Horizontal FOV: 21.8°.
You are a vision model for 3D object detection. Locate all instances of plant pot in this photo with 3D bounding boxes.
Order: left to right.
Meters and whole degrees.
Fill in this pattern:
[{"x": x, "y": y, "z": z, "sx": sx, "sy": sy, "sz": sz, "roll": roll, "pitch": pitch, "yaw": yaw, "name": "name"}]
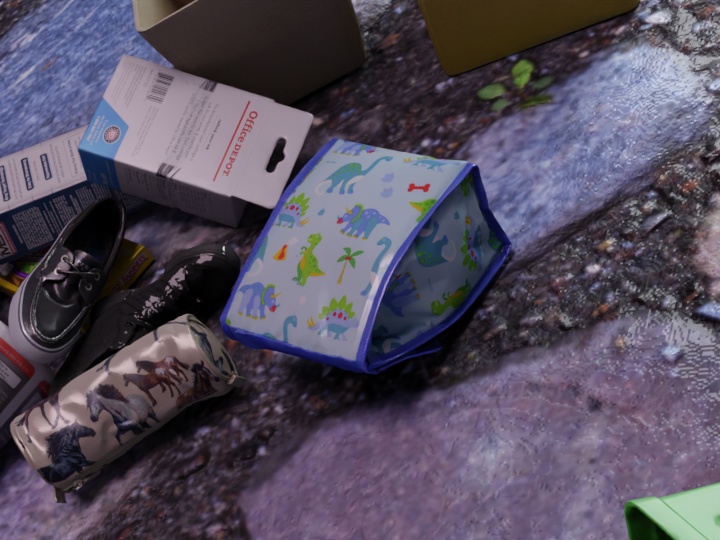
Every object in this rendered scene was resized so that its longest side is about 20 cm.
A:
[{"x": -0.100, "y": -0.273, "z": 1.859, "sx": 0.199, "sy": 0.177, "sz": 0.200, "roll": -27, "pitch": 40, "yaw": 10, "name": "plant pot"}, {"x": 0.133, "y": -0.338, "z": 1.755, "sx": 0.199, "sy": 0.177, "sz": 0.200, "roll": -18, "pitch": 43, "yaw": 21, "name": "plant pot"}]

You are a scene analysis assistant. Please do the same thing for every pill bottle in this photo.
[{"x": -0.384, "y": 0.139, "z": 1.711, "sx": 0.116, "sy": 0.116, "sz": 0.200, "roll": 21, "pitch": 65, "yaw": 46, "name": "pill bottle"}]

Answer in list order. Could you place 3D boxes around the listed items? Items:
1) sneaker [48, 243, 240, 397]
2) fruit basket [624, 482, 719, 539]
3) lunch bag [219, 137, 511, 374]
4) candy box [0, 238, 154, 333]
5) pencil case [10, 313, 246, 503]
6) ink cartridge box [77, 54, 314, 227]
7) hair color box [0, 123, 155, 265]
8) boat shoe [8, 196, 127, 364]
[{"x": -0.195, "y": 0.057, "z": 1.701, "sx": 0.199, "sy": 0.060, "sz": 0.104, "roll": -25, "pitch": 37, "yaw": 23, "name": "sneaker"}, {"x": 0.221, "y": 0.250, "z": 1.151, "sx": 0.215, "sy": 0.156, "sz": 0.216, "roll": -10, "pitch": 35, "yaw": 7, "name": "fruit basket"}, {"x": 0.000, "y": 0.000, "z": 1.560, "sx": 0.170, "sy": 0.128, "sz": 0.200, "roll": 11, "pitch": 49, "yaw": 42, "name": "lunch bag"}, {"x": -0.299, "y": -0.006, "z": 1.863, "sx": 0.200, "sy": 0.026, "sz": 0.102, "roll": 20, "pitch": 61, "yaw": 46, "name": "candy box"}, {"x": -0.202, "y": 0.117, "z": 1.629, "sx": 0.200, "sy": 0.078, "sz": 0.090, "roll": -32, "pitch": 79, "yaw": 4, "name": "pencil case"}, {"x": -0.154, "y": -0.118, "z": 1.788, "sx": 0.199, "sy": 0.068, "sz": 0.116, "roll": 18, "pitch": 65, "yaw": 9, "name": "ink cartridge box"}, {"x": -0.293, "y": -0.086, "z": 1.877, "sx": 0.199, "sy": 0.061, "sz": 0.100, "roll": -21, "pitch": 37, "yaw": -3, "name": "hair color box"}, {"x": -0.264, "y": 0.002, "z": 1.734, "sx": 0.066, "sy": 0.070, "sz": 0.200, "roll": -46, "pitch": 12, "yaw": 39, "name": "boat shoe"}]
